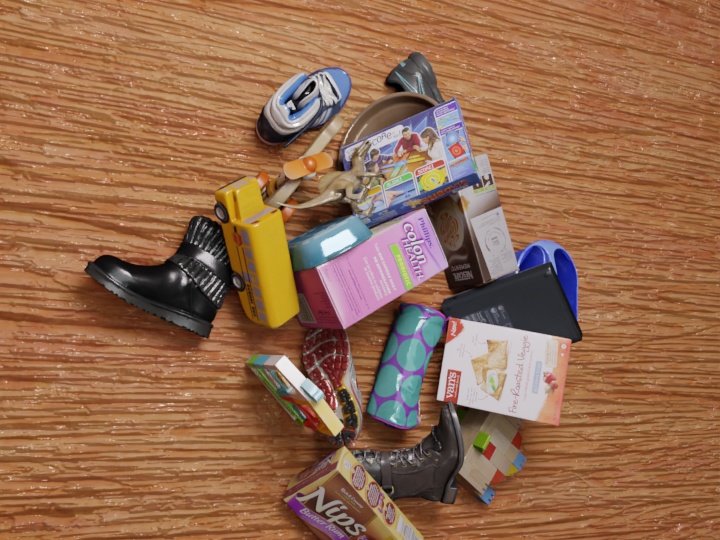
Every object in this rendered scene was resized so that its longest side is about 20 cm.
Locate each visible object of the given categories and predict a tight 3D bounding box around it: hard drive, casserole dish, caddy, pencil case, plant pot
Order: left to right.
[{"bbox_3d":[-0.058,-0.042,1.034,0.120,0.199,0.039,-29,100,-17],"label":"casserole dish"},{"bbox_3d":[0.069,-0.180,1.144,0.093,0.197,0.205,36,66,-60],"label":"plant pot"},{"bbox_3d":[0.078,0.155,1.140,0.091,0.085,0.204,20,77,-4],"label":"pencil case"},{"bbox_3d":[0.252,0.082,1.167,0.141,0.197,0.033,61,29,-14],"label":"hard drive"},{"bbox_3d":[0.319,0.050,1.247,0.138,0.105,0.205,5,82,-24],"label":"caddy"}]

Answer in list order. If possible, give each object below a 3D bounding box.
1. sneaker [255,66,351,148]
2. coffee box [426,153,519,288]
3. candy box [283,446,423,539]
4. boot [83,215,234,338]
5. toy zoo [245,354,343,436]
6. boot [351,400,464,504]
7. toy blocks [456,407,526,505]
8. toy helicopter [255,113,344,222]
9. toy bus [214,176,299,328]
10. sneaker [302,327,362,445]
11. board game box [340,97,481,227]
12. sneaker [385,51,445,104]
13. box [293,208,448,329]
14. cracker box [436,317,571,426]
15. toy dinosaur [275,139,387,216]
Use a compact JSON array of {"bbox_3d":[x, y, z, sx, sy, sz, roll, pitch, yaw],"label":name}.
[{"bbox_3d":[-0.069,-0.270,1.083,0.199,0.146,0.081,-38,100,-22],"label":"sneaker"},{"bbox_3d":[0.184,-0.081,1.196,0.078,0.114,0.204,-17,91,-25],"label":"coffee box"},{"bbox_3d":[-0.009,0.376,1.059,0.201,0.116,0.057,50,26,-12],"label":"candy box"},{"bbox_3d":[-0.269,-0.014,0.998,0.209,0.079,0.161,31,78,-34],"label":"boot"},{"bbox_3d":[-0.094,0.175,0.997,0.020,0.199,0.132,-42,102,-21],"label":"toy zoo"},{"bbox_3d":[0.067,0.291,1.074,0.170,0.070,0.204,2,114,-2],"label":"boot"},{"bbox_3d":[0.225,0.307,1.197,0.137,0.099,0.202,44,70,-26],"label":"toy blocks"},{"bbox_3d":[-0.086,-0.168,1.073,0.079,0.132,0.201,41,70,-14],"label":"toy helicopter"},{"bbox_3d":[-0.145,-0.026,0.990,0.065,0.077,0.204,-33,126,-39],"label":"toy bus"},{"bbox_3d":[-0.041,0.173,1.098,0.076,0.082,0.205,-11,73,10],"label":"sneaker"},{"bbox_3d":[0.072,-0.162,1.061,0.034,0.196,0.138,37,37,-58],"label":"board game box"},{"bbox_3d":[0.118,-0.275,1.219,0.078,0.075,0.202,-32,92,-9],"label":"sneaker"},{"bbox_3d":[0.000,0.000,1.069,0.198,0.175,0.098,-30,99,-24],"label":"box"},{"bbox_3d":[0.230,0.160,1.127,0.195,0.058,0.137,9,87,16],"label":"cracker box"},{"bbox_3d":[-0.027,-0.116,1.020,0.200,0.100,0.059,-44,145,-35],"label":"toy dinosaur"}]
